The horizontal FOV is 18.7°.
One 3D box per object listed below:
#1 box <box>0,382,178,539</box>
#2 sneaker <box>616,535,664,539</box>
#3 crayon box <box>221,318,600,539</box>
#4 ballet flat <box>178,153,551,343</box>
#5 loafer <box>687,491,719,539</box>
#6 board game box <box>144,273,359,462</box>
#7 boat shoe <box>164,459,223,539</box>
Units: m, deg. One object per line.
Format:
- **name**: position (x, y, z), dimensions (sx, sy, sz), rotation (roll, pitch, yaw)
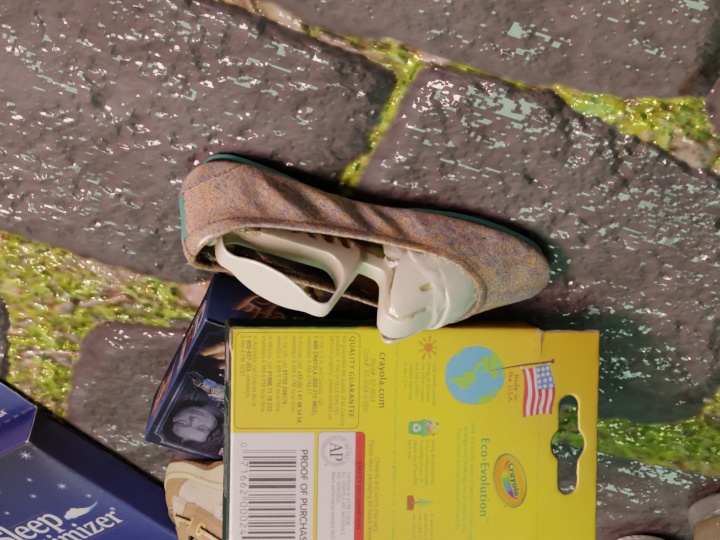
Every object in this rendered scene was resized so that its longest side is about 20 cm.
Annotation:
- **box**: position (-0.194, 0.147, 1.383), dimensions (0.121, 0.033, 0.200), rotation (-27, 128, 38)
- **sneaker**: position (0.167, 0.257, 1.383), dimensions (0.075, 0.105, 0.201), rotation (3, 141, 9)
- **crayon box**: position (0.026, 0.091, 1.171), dimensions (0.199, 0.128, 0.051), rotation (1, -176, -6)
- **ballet flat**: position (0.000, 0.000, 1.126), dimensions (0.199, 0.068, 0.068), rotation (13, 141, -5)
- **loafer**: position (0.262, 0.209, 1.331), dimensions (0.075, 0.070, 0.200), rotation (-24, 131, 36)
- **board game box**: position (-0.011, 0.081, 1.257), dimensions (0.199, 0.035, 0.136), rotation (18, 141, -10)
- **boat shoe**: position (-0.079, 0.151, 1.284), dimensions (0.074, 0.067, 0.200), rotation (19, 167, -13)
